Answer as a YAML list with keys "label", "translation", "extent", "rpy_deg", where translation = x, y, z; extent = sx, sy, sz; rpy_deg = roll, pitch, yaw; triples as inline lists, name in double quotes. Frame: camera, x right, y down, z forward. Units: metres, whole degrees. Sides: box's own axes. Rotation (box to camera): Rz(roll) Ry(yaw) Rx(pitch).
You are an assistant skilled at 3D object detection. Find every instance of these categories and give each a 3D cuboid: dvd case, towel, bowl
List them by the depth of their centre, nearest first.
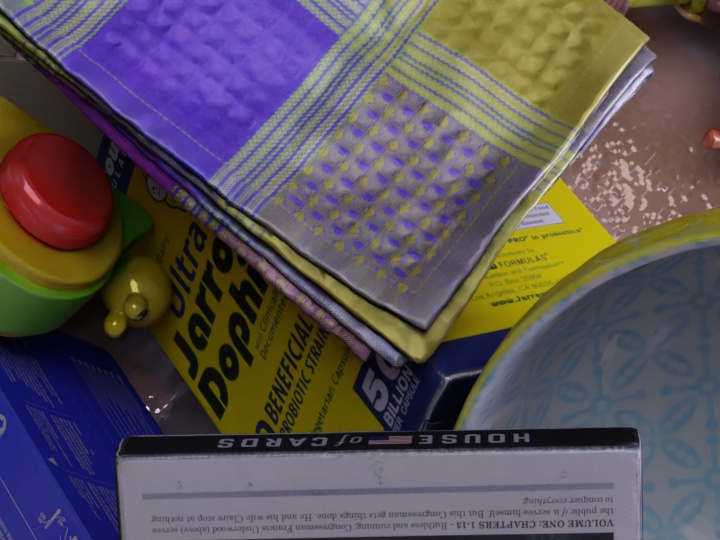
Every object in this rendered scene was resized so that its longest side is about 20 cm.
- label: "dvd case"
  translation: [0.008, 0.145, 0.665]
  extent: [0.149, 0.025, 0.202]
  rpy_deg: [-2, 104, 3]
- label: "bowl"
  translation: [0.129, 0.060, 0.700]
  extent: [0.199, 0.201, 0.108]
  rpy_deg: [17, 27, 6]
- label: "towel"
  translation: [-0.017, -0.079, 0.720]
  extent: [0.200, 0.023, 0.144]
  rpy_deg: [40, 73, 7]

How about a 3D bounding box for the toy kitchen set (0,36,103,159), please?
- label: "toy kitchen set"
  translation: [-0.178, -0.069, 0.906]
  extent: [0.162, 0.180, 0.202]
  rpy_deg: [2, 99, -40]

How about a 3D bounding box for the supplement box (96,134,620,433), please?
- label: "supplement box"
  translation: [0.000, 0.000, 0.806]
  extent: [0.109, 0.109, 0.200]
  rpy_deg: [-10, 47, -36]

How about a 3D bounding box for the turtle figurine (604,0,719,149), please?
- label: "turtle figurine"
  translation: [0.140, -0.114, 0.926]
  extent: [0.160, 0.065, 0.201]
  rpy_deg: [12, 66, 4]

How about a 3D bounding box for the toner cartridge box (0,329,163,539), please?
- label: "toner cartridge box"
  translation: [-0.089, 0.090, 0.776]
  extent: [0.043, 0.095, 0.200]
  rpy_deg: [-48, 48, 11]

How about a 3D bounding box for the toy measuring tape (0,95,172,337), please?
- label: "toy measuring tape"
  translation: [-0.146, -0.033, 0.764]
  extent: [0.199, 0.073, 0.074]
  rpy_deg: [35, 65, -21]
